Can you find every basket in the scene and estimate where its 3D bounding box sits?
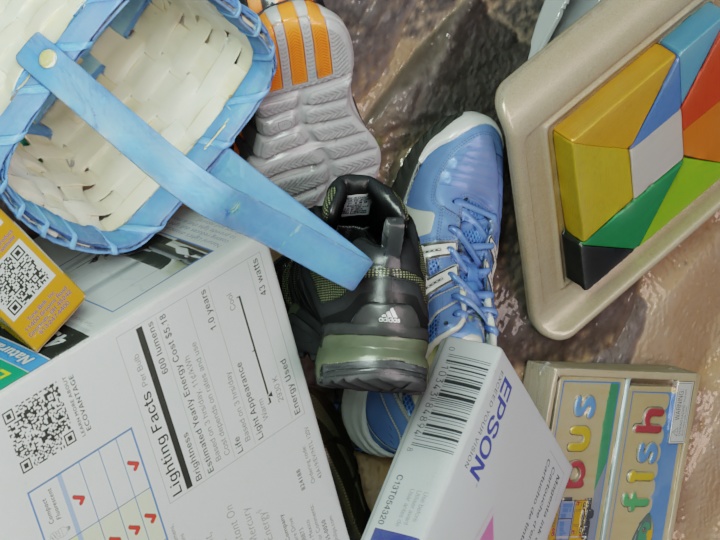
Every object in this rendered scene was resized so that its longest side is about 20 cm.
[{"bbox_3d":[-0.096,-0.067,1.213,0.139,0.200,0.176,-56,151,1],"label":"basket"}]

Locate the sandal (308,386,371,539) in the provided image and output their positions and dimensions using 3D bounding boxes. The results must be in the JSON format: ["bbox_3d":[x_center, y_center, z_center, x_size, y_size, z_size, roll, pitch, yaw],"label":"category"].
[{"bbox_3d":[-0.014,0.163,1.473,0.055,0.082,0.200,-19,103,9],"label":"sandal"}]

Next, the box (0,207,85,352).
[{"bbox_3d":[-0.218,-0.053,1.207,0.041,0.119,0.200,-47,128,-10],"label":"box"}]

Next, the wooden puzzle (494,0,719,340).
[{"bbox_3d":[0.161,-0.074,1.552,0.185,0.037,0.200,-39,140,-22],"label":"wooden puzzle"}]

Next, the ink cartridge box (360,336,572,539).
[{"bbox_3d":[0.057,0.168,1.439,0.200,0.043,0.197,54,52,-52],"label":"ink cartridge box"}]

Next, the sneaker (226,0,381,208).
[{"bbox_3d":[-0.041,-0.106,1.381,0.077,0.112,0.200,-14,146,-12],"label":"sneaker"}]

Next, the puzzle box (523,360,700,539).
[{"bbox_3d":[0.140,0.155,1.634,0.133,0.025,0.200,3,98,-41],"label":"puzzle box"}]

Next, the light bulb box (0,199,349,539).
[{"bbox_3d":[-0.132,0.097,1.315,0.200,0.125,0.198,-32,120,-32],"label":"light bulb box"}]

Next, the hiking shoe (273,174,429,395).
[{"bbox_3d":[0.000,0.000,1.365,0.076,0.200,0.101,7,98,-16],"label":"hiking shoe"}]

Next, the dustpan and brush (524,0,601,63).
[{"bbox_3d":[0.179,-0.194,1.565,0.139,0.057,0.200,11,92,-42],"label":"dustpan and brush"}]

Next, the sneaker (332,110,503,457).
[{"bbox_3d":[0.051,0.011,1.489,0.076,0.077,0.200,12,91,-41],"label":"sneaker"}]
